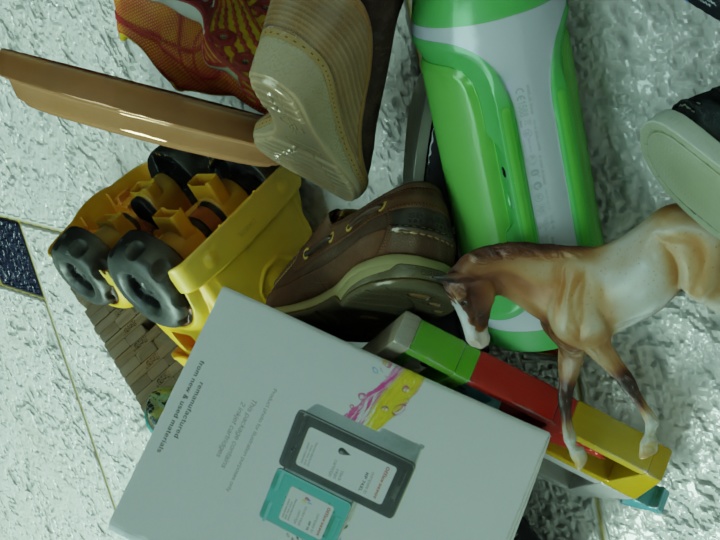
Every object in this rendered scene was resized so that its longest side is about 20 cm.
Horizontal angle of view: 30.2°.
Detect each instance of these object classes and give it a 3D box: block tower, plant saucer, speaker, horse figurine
[{"bbox_3d":[-0.164,0.066,1.064,0.200,0.058,0.054,49,180,36],"label":"block tower"},{"bbox_3d":[-0.128,-0.099,0.835,0.199,0.199,0.033,19,97,40],"label":"plant saucer"},{"bbox_3d":[0.083,-0.062,0.719,0.088,0.088,0.202,11,123,45],"label":"speaker"},{"bbox_3d":[0.151,0.019,0.677,0.198,0.050,0.134,-24,96,15],"label":"horse figurine"}]

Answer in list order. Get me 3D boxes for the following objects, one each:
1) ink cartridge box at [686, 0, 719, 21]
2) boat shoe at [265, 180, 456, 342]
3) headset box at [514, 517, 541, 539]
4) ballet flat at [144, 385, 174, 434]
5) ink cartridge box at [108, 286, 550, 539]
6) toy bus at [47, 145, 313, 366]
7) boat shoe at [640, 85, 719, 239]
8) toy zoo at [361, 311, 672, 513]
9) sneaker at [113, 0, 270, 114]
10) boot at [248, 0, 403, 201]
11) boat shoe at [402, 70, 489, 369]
[{"bbox_3d":[0.112,-0.174,0.540,0.198,0.044,0.200,41,-177,23],"label":"ink cartridge box"},{"bbox_3d":[0.000,0.000,0.783,0.200,0.071,0.069,-24,56,62],"label":"boat shoe"},{"bbox_3d":[0.011,0.180,0.885,0.201,0.174,0.093,50,176,9],"label":"headset box"},{"bbox_3d":[-0.063,0.126,0.968,0.199,0.075,0.074,34,156,-33],"label":"ballet flat"},{"bbox_3d":[-0.015,0.130,0.767,0.198,0.147,0.147,24,165,5],"label":"ink cartridge box"},{"bbox_3d":[-0.104,0.014,0.971,0.199,0.136,0.193,6,136,49],"label":"toy bus"},{"bbox_3d":[0.218,-0.018,0.605,0.199,0.066,0.075,45,164,32],"label":"boat shoe"},{"bbox_3d":[0.094,0.090,0.783,0.198,0.021,0.131,27,163,-5],"label":"toy zoo"},{"bbox_3d":[-0.095,-0.147,0.884,0.200,0.072,0.078,40,142,40],"label":"sneaker"},{"bbox_3d":[0.005,-0.135,0.718,0.072,0.168,0.200,27,169,10],"label":"boot"},{"bbox_3d":[0.056,-0.030,0.813,0.062,0.073,0.202,1,120,-1],"label":"boat shoe"}]
